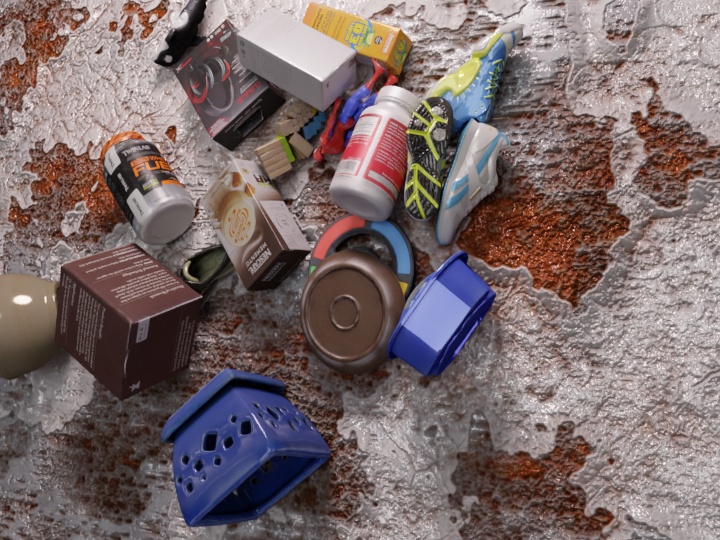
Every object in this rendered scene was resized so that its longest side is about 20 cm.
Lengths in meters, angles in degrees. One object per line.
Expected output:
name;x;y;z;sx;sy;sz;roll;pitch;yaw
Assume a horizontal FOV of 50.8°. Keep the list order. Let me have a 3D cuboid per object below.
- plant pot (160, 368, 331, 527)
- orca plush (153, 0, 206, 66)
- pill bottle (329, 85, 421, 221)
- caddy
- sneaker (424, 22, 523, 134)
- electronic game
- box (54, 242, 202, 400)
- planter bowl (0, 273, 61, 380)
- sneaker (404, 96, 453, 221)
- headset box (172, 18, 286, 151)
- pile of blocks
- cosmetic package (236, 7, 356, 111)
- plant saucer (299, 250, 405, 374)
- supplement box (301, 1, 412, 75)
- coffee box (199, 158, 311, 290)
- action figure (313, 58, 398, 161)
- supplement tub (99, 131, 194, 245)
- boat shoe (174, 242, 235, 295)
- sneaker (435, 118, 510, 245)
plant pot;-0.195;0.280;1.236;0.199;0.199;0.182;-41;62;12
orca plush;-0.332;-0.484;1.509;0.203;0.070;0.105;-59;21;0
pill bottle;0.033;-0.194;1.252;0.110;0.112;0.204;17;74;24
caddy;0.118;0.066;1.165;0.104;0.141;0.202;38;96;18
sneaker;0.203;-0.303;1.236;0.199;0.075;0.106;-39;80;20
electronic game;0.000;0.000;1.280;0.195;0.041;0.206;-4;80;23
box;-0.415;0.085;1.350;0.198;0.163;0.169;33;121;24
planter bowl;-0.637;0.096;1.472;0.131;0.201;0.205;-13;74;-8
sneaker;0.103;-0.178;1.216;0.073;0.076;0.206;12;83;2
headset box;-0.242;-0.340;1.424;0.147;0.075;0.202;-37;69;13
pile of blocks;-0.116;-0.255;1.374;0.202;0.082;0.062;-53;23;-3
cosmetic package;-0.111;-0.370;1.322;0.198;0.075;0.102;34;61;20
plant saucer;-0.020;0.069;1.248;0.195;0.032;0.207;0;90;24
supplement box;-0.010;-0.412;1.342;0.196;0.069;0.068;24;91;23
coffee box;-0.187;-0.081;1.343;0.114;0.079;0.202;-43;67;27
action figure;-0.019;-0.270;1.319;0.201;0.065;0.052;-51;54;17
supplement tub;-0.409;-0.159;1.439;0.122;0.122;0.201;-42;69;11
boat shoe;-0.304;0.005;1.396;0.198;0.066;0.073;-32;73;16
sneaker;0.173;-0.132;1.210;0.079;0.077;0.205;20;100;0
